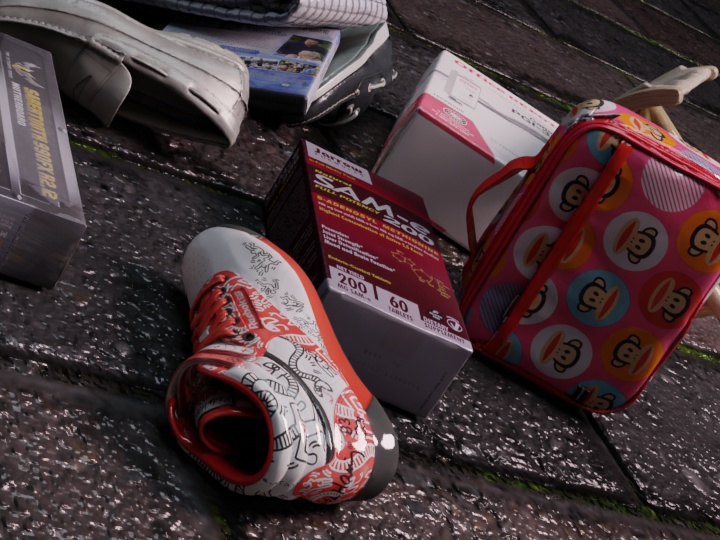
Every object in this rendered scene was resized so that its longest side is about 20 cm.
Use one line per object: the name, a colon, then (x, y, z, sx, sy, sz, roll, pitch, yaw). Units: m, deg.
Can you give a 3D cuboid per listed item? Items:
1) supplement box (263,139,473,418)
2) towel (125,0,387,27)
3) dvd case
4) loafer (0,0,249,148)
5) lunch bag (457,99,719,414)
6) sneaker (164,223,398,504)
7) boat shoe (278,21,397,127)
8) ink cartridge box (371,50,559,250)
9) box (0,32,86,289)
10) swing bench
supplement box: (0.000, 0.000, 0.968, 0.108, 0.061, 0.201, 24, 25, -21)
towel: (-0.091, -0.257, 1.219, 0.198, 0.087, 0.165, 15, 15, 25)
dvd case: (-0.097, -0.168, 1.145, 0.141, 0.018, 0.200, 9, 25, 3)
loafer: (-0.170, -0.135, 0.989, 0.198, 0.070, 0.070, 13, 57, -17)
lunch bag: (0.158, -0.016, 1.031, 0.175, 0.201, 0.082, 28, 22, -6)
sneaker: (-0.068, 0.042, 0.790, 0.107, 0.067, 0.202, 9, 37, -50)
boat shoe: (-0.014, -0.155, 1.235, 0.200, 0.075, 0.061, -48, 126, -53)
ink cartridge box: (0.098, -0.099, 1.254, 0.146, 0.083, 0.200, 32, 24, -4)
box: (-0.245, -0.087, 0.824, 0.157, 0.049, 0.201, 20, 27, -31)
swing bench: (0.235, -0.052, 1.176, 0.199, 0.129, 0.202, -27, 102, -65)
